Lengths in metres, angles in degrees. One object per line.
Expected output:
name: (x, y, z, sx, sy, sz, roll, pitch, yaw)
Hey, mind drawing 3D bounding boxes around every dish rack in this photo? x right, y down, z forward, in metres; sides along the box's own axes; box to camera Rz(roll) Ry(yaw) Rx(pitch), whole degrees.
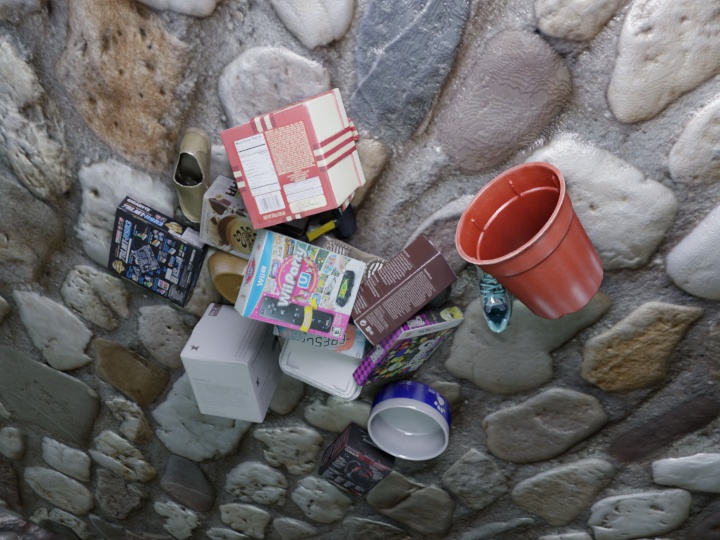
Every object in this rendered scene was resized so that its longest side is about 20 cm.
dish rack: (-0.073, 0.171, 1.252, 0.196, 0.044, 0.176, 22, 92, 9)

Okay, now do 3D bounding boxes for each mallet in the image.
mallet: (-0.093, -0.071, 1.065, 0.041, 0.197, 0.067, 29, 136, 49)

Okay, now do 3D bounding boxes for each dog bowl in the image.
dog bowl: (0.118, 0.360, 1.399, 0.194, 0.080, 0.204, 9, 129, 10)

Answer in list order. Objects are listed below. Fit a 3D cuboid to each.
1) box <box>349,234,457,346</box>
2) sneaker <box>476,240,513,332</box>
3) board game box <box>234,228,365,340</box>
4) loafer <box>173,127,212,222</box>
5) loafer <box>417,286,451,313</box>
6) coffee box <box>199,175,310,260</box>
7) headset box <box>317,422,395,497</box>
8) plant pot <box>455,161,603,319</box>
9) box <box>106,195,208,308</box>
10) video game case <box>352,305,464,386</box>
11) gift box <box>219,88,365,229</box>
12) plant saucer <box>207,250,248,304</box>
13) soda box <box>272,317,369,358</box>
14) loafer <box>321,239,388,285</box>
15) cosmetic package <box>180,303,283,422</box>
box: (0.071, 0.034, 1.083, 0.199, 0.100, 0.075, -40, 115, 4)
sneaker: (0.254, 0.028, 1.087, 0.076, 0.087, 0.203, -6, 126, 20)
board game box: (-0.105, 0.027, 1.028, 0.196, 0.064, 0.151, 17, 92, -28)
loafer: (-0.323, -0.170, 1.114, 0.074, 0.068, 0.204, 13, 130, 6)
loafer: (0.103, 0.086, 1.188, 0.073, 0.073, 0.199, 41, 127, -16)
coffee box: (-0.205, -0.086, 1.138, 0.195, 0.081, 0.115, 21, 131, 0)
headset box: (-0.004, 0.500, 1.550, 0.146, 0.076, 0.201, 29, 130, -8)
plant pot: (0.291, -0.035, 0.969, 0.198, 0.204, 0.195, -27, 125, 33)
box: (-0.443, -0.035, 1.271, 0.195, 0.050, 0.202, 27, 131, -5)
video game case: (0.097, 0.155, 1.197, 0.178, 0.036, 0.201, -7, 144, -39)
gift box: (-0.103, -0.172, 0.965, 0.180, 0.187, 0.205, -7, 111, 19)
plant saucer: (-0.239, 0.034, 1.237, 0.195, 0.036, 0.202, 13, 147, 9)
soda box: (-0.075, 0.119, 1.195, 0.195, 0.068, 0.065, 13, 97, 10)
loafer: (0.000, 0.000, 1.155, 0.198, 0.077, 0.068, 32, 167, -21)
cosmetic package: (-0.287, 0.212, 1.345, 0.160, 0.167, 0.204, 6, 131, 12)
